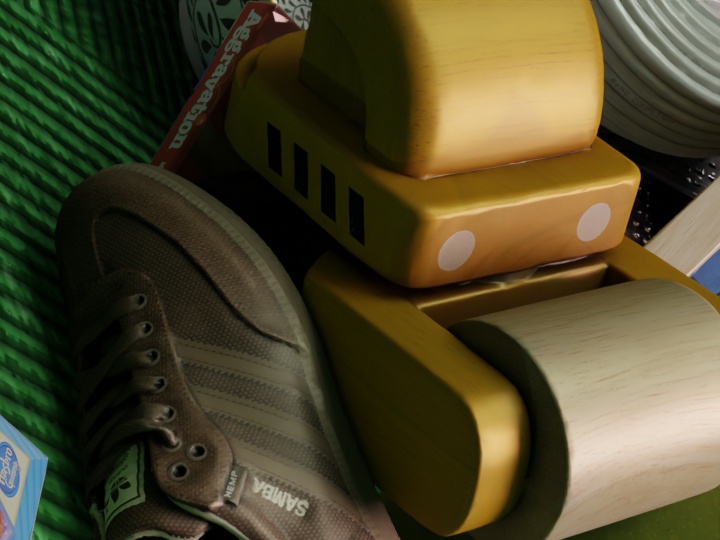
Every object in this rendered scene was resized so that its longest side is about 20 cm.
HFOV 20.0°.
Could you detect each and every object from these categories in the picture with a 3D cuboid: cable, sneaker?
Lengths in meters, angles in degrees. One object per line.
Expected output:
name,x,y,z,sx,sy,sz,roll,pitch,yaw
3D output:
cable,0.139,-0.149,0.903,0.200,0.069,0.200,-7,83,-42
sneaker,-0.048,0.050,0.596,0.075,0.070,0.200,-5,56,-51

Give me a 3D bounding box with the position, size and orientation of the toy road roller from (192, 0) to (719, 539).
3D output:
toy road roller,0.036,-0.022,0.641,0.123,0.146,0.200,-12,37,-36

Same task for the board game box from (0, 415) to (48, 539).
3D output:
board game box,-0.133,0.067,0.417,0.134,0.034,0.200,48,22,-25

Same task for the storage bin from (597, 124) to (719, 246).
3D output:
storage bin,0.147,-0.049,1.025,0.200,0.135,0.094,25,63,-35

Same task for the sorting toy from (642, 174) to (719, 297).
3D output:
sorting toy,0.168,-0.007,0.816,0.070,0.200,0.199,46,-14,8

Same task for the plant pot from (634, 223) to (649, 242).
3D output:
plant pot,0.221,-0.104,1.276,0.200,0.198,0.200,48,22,-26

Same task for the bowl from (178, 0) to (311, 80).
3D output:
bowl,-0.013,-0.109,0.846,0.201,0.094,0.201,23,60,-47

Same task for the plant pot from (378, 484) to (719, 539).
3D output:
plant pot,0.124,0.115,0.709,0.187,0.200,0.187,47,21,-25

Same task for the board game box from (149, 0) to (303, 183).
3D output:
board game box,0.000,0.000,0.758,0.019,0.103,0.200,12,-21,47
